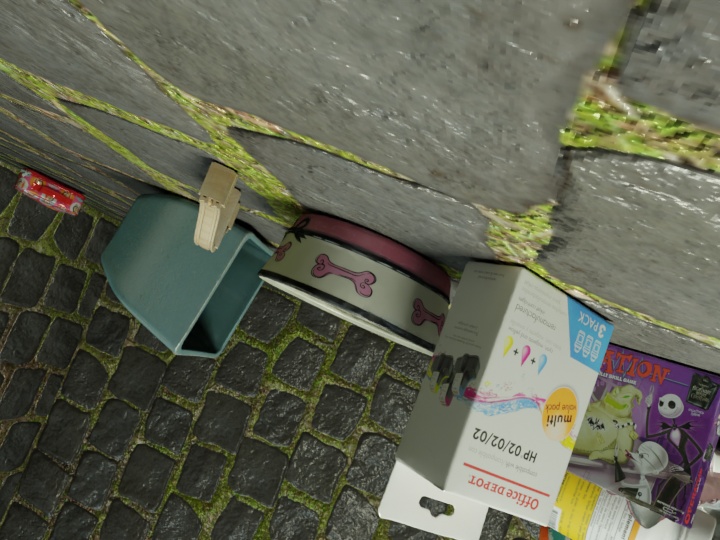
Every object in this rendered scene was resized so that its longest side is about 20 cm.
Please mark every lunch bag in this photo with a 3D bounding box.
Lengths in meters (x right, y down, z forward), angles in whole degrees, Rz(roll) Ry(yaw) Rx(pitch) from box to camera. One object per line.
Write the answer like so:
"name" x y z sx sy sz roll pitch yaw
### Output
"lunch bag" -0.954 -0.239 1.982 0.197 0.084 0.175 28 172 -30

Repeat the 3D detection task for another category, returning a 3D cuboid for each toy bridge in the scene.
"toy bridge" -0.146 -0.054 0.656 0.027 0.069 0.200 23 173 -8

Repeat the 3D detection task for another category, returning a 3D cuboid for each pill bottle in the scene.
"pill bottle" 0.303 0.282 0.765 0.196 0.114 0.111 22 174 31

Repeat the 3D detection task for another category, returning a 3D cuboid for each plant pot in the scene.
"plant pot" -0.273 -0.008 0.994 0.197 0.199 0.196 32 175 9

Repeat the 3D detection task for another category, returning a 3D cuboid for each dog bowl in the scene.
"dog bowl" 0.002 0.012 0.634 0.196 0.075 0.200 24 174 3

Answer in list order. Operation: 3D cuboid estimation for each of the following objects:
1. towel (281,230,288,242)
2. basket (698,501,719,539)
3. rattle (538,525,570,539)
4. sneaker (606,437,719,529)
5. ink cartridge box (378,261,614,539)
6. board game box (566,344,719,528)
"towel" 0.000 0.000 0.789 0.196 0.018 0.086 26 174 -19
"basket" 0.516 0.338 0.823 0.120 0.137 0.203 14 139 12
"rattle" 0.279 0.265 0.892 0.144 0.199 0.130 49 179 -3
"sneaker" 0.324 0.198 0.617 0.194 0.118 0.076 10 -148 -4
"ink cartridge box" 0.103 0.111 0.487 0.113 0.205 0.067 25 173 -29
"board game box" 0.216 0.128 0.586 0.032 0.123 0.198 31 170 -39
